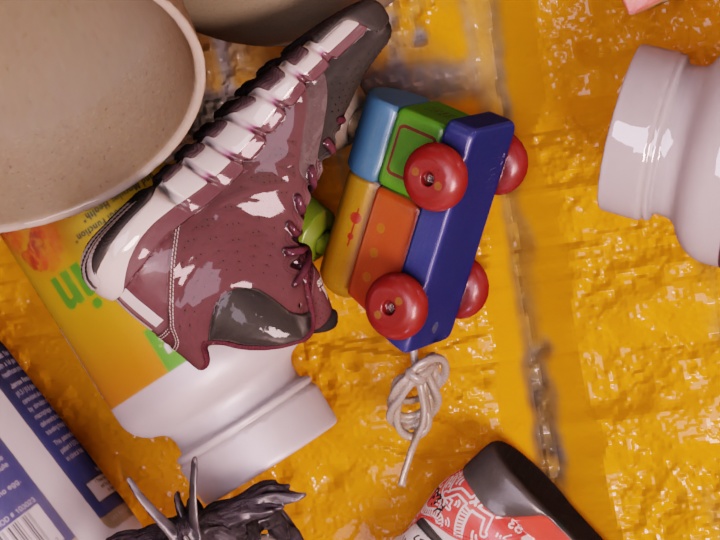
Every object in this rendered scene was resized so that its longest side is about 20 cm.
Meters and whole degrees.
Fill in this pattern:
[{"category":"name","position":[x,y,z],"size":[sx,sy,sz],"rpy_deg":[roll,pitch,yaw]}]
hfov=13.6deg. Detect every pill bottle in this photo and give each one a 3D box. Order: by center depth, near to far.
[{"category":"pill bottle","position":[0.223,-0.047,1.464],"size":[0.199,0.113,0.113],"rpy_deg":[15,101,11]},{"category":"pill bottle","position":[-0.099,0.015,1.552],"size":[0.111,0.111,0.200],"rpy_deg":[-33,90,16]},{"category":"pill bottle","position":[-0.215,0.096,1.593],"size":[0.111,0.111,0.200],"rpy_deg":[-38,88,16]}]

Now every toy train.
[{"category":"toy train","position":[0.000,0.000,1.549],"size":[0.116,0.085,0.200],"rpy_deg":[25,110,24]}]

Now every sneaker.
[{"category":"sneaker","position":[-0.034,-0.032,1.486],"size":[0.200,0.076,0.116],"rpy_deg":[-45,98,-4]},{"category":"sneaker","position":[0.099,0.195,1.555],"size":[0.108,0.067,0.201],"rpy_deg":[-44,83,16]}]

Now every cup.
[{"category":"cup","position":[-0.185,-0.132,1.437],"size":[0.200,0.200,0.143],"rpy_deg":[-27,54,16]}]

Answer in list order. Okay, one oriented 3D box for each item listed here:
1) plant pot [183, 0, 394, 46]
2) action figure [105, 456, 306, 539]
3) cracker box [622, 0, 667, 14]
[{"category":"plant pot","position":[-0.061,-0.207,1.499],"size":[0.200,0.134,0.201],"rpy_deg":[2,99,13]},{"category":"action figure","position":[-0.060,0.177,1.526],"size":[0.119,0.200,0.102],"rpy_deg":[-24,52,3]},{"category":"cracker box","position":[0.154,-0.244,1.480],"size":[0.134,0.058,0.200],"rpy_deg":[-25,91,15]}]
